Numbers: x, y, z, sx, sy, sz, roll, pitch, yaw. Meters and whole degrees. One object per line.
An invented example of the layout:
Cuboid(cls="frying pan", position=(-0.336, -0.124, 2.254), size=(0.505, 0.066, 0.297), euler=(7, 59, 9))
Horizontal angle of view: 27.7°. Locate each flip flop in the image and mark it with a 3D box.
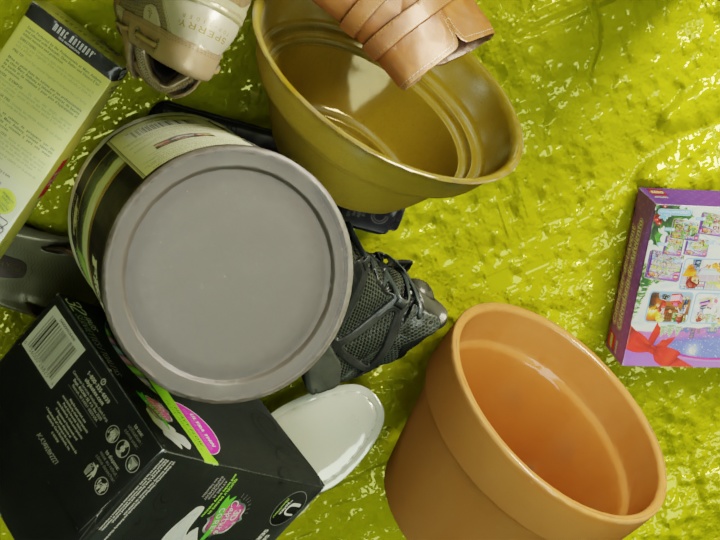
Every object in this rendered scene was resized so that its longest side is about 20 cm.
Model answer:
Cuboid(cls="flip flop", position=(-0.202, 0.007, 1.023), size=(0.197, 0.058, 0.082), euler=(11, 108, -16))

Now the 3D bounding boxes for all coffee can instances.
Cuboid(cls="coffee can", position=(-0.100, -0.016, 0.910), size=(0.144, 0.200, 0.149), euler=(-3, 102, -16))

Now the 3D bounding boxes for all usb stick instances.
Cuboid(cls="usb stick", position=(-0.060, -0.071, 1.036), size=(0.198, 0.033, 0.056), euler=(14, 104, -18))

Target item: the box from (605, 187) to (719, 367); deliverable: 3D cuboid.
Cuboid(cls="box", position=(0.302, 0.008, 1.154), size=(0.197, 0.039, 0.139), euler=(2, 113, -14))

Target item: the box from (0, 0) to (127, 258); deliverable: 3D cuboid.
Cuboid(cls="box", position=(-0.237, -0.074, 0.962), size=(0.075, 0.050, 0.201), euler=(34, 97, -4))

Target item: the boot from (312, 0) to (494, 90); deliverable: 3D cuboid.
Cuboid(cls="boot", position=(-0.015, -0.178, 0.919), size=(0.199, 0.076, 0.157), euler=(-29, 91, -36))

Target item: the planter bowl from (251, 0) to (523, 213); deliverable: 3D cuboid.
Cuboid(cls="planter bowl", position=(0.003, -0.099, 0.962), size=(0.198, 0.202, 0.084), euler=(19, 128, -21))

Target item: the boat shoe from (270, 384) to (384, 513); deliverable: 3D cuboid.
Cuboid(cls="boat shoe", position=(-0.065, 0.157, 1.125), size=(0.201, 0.060, 0.072), euler=(-38, 80, 3))

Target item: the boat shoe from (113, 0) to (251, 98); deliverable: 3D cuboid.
Cuboid(cls="boat shoe", position=(-0.121, -0.143, 0.894), size=(0.071, 0.200, 0.065), euler=(20, 88, -16))

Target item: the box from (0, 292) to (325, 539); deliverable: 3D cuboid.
Cuboid(cls="box", position=(-0.149, 0.127, 0.998), size=(0.124, 0.149, 0.200), euler=(-46, 149, 10))

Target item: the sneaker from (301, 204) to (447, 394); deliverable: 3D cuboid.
Cuboid(cls="sneaker", position=(0.000, 0.000, 1.044), size=(0.113, 0.077, 0.201), euler=(-17, 135, -11))

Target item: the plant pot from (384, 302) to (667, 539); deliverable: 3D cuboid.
Cuboid(cls="plant pot", position=(0.111, 0.146, 1.098), size=(0.198, 0.201, 0.140), euler=(25, 123, -22))
